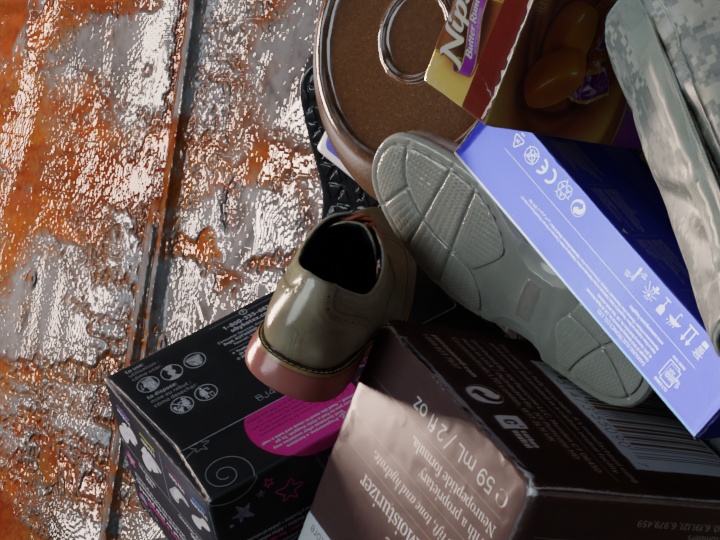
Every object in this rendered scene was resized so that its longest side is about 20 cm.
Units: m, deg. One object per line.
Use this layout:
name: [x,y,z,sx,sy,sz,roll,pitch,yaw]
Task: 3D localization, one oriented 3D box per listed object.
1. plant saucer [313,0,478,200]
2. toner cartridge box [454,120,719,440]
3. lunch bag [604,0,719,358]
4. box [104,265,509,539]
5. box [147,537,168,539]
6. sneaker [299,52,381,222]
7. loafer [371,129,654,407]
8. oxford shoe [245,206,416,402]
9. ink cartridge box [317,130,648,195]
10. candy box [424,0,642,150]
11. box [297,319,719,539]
plant saucer: [0.040,-0.132,1.185,0.199,0.032,0.202,-8,79,42]
toner cartridge box: [0.141,-0.004,1.048,0.043,0.095,0.200,-51,60,24]
lunch bag: [0.204,-0.044,0.948,0.139,0.167,0.201,-47,47,41]
box: [-0.025,0.090,1.202,0.132,0.199,0.115,43,152,44]
box: [-0.109,0.303,1.342,0.201,0.096,0.177,59,140,36]
sneaker: [0.014,-0.058,1.336,0.071,0.083,0.202,2,105,26]
loafer: [0.092,-0.006,1.114,0.200,0.063,0.072,42,129,19]
oxford shoe: [0.000,0.000,1.123,0.200,0.070,0.075,-60,-6,-64]
ink cartridge box: [0.086,-0.105,1.188,0.197,0.047,0.201,41,109,38]
candy box: [0.138,-0.123,1.032,0.056,0.199,0.117,40,116,43]
box: [0.078,0.158,1.095,0.166,0.163,0.201,45,120,50]
